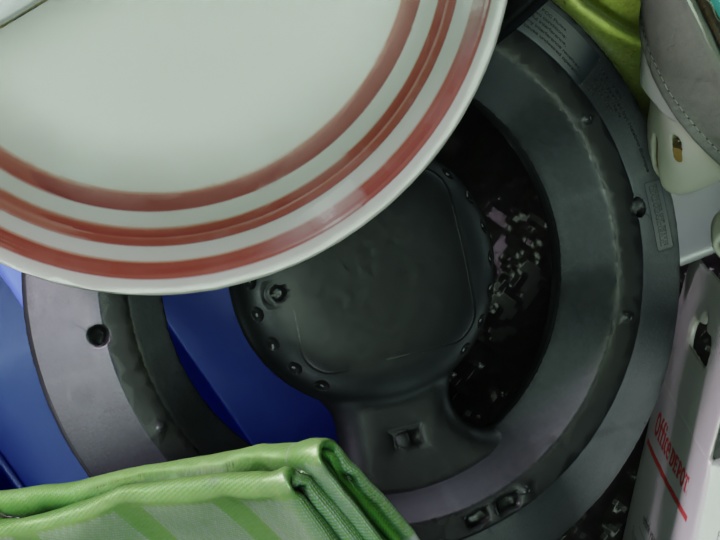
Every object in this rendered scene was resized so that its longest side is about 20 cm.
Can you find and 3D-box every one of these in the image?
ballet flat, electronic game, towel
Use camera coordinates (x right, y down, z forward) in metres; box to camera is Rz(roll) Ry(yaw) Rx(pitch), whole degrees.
[{"bbox_3d":[0.121,-0.031,0.772,0.064,0.067,0.200,-26,128,28],"label":"ballet flat"},{"bbox_3d":[0.000,0.000,0.764,0.200,0.042,0.200,0,89,-15],"label":"electronic game"},{"bbox_3d":[-0.011,0.130,0.748,0.149,0.031,0.200,-14,126,40],"label":"towel"}]

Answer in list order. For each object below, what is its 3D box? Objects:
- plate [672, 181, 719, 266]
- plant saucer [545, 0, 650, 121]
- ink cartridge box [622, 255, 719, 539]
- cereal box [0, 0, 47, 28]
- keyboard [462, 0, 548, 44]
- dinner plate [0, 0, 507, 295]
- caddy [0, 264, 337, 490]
[{"bbox_3d":[0.136,-0.121,0.821,0.200,0.032,0.200,-21,100,4],"label":"plate"},{"bbox_3d":[0.113,-0.139,0.787,0.200,0.031,0.200,0,100,1],"label":"plant saucer"},{"bbox_3d":[0.120,0.105,0.820,0.067,0.117,0.200,11,101,-3],"label":"ink cartridge box"},{"bbox_3d":[-0.091,-0.147,0.672,0.200,0.040,0.144,-31,97,-4],"label":"cereal box"},{"bbox_3d":[0.002,-0.164,0.736,0.104,0.040,0.200,-40,90,26],"label":"keyboard"},{"bbox_3d":[-0.058,-0.094,0.710,0.200,0.024,0.201,0,93,-6],"label":"dinner plate"},{"bbox_3d":[-0.064,0.046,0.814,0.141,0.105,0.200,-34,99,7],"label":"caddy"}]
